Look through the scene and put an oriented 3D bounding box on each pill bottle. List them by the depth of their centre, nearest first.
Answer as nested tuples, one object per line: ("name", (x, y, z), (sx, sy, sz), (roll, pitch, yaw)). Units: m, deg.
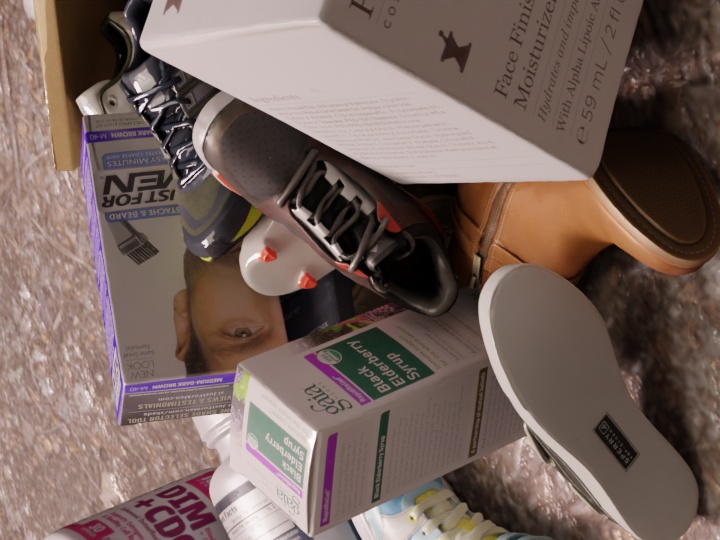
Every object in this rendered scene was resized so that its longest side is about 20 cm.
("pill bottle", (-0.036, 0.165, 1.352), (0.120, 0.119, 0.201), (-41, 72, 51))
("pill bottle", (-0.128, 0.212, 1.422), (0.113, 0.199, 0.114), (25, 125, 43))

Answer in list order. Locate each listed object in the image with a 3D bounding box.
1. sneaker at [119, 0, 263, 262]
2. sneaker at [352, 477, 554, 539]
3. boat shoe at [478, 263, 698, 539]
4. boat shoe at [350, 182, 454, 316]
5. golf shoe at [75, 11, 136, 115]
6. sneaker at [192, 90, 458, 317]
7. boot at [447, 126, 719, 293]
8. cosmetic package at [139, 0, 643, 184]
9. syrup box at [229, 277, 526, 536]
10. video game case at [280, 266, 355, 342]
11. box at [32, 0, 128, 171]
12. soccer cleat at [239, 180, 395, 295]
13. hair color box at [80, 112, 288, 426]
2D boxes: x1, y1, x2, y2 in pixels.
("sneaker", (-0.110, -0.093, 1.203), (0.074, 0.081, 0.201), (-36, 50, 28))
("sneaker", (0.074, 0.174, 1.252), (0.201, 0.079, 0.130), (58, 144, 3))
("boat shoe", (0.119, 0.079, 1.114), (0.201, 0.071, 0.064), (56, 159, -22))
("boat shoe", (0.000, 0.000, 1.278), (0.200, 0.072, 0.068), (-53, 56, 40))
("golf shoe", (-0.159, -0.086, 1.349), (0.078, 0.097, 0.201), (-26, 53, 56))
("sneaker", (-0.008, -0.039, 1.117), (0.077, 0.200, 0.082), (-50, 34, 9))
("boot", (0.122, -0.019, 1.111), (0.200, 0.073, 0.155), (51, 140, 41))
("cosmetic package", (0.024, -0.157, 1.019), (0.165, 0.199, 0.166), (2, 72, 51))
("syrup box", (0.023, 0.076, 1.168), (0.079, 0.199, 0.082), (35, 131, 38))
("video game case", (-0.058, -0.026, 1.290), (0.143, 0.019, 0.201), (-34, 57, 48))
("box", (-0.198, -0.191, 1.385), (0.021, 0.164, 0.201), (1, 111, 11))
("soccer cleat", (-0.007, -0.071, 1.200), (0.200, 0.069, 0.078), (-51, 36, 7))
("hair color box", (-0.115, -0.007, 1.244), (0.065, 0.109, 0.201), (108, 153, -59))
